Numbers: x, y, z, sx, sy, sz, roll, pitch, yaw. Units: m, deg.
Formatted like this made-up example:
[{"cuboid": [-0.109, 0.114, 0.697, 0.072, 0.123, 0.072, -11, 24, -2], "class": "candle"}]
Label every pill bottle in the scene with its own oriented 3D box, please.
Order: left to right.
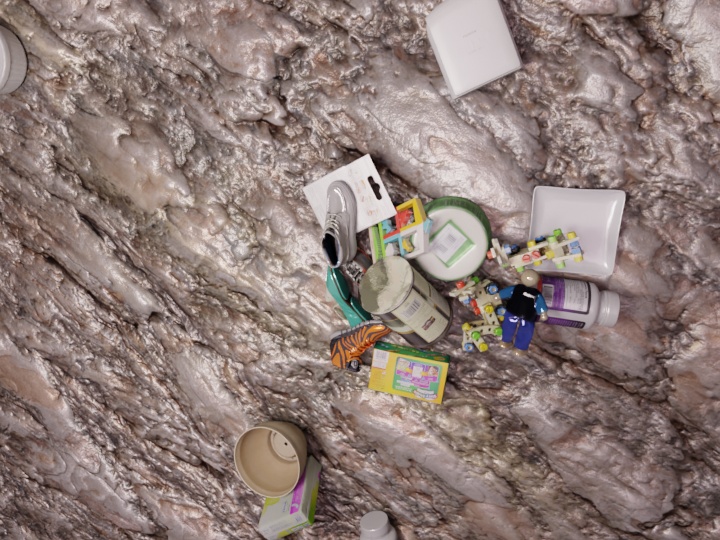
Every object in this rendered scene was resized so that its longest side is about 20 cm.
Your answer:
[{"cuboid": [0.059, 0.802, 1.490, 0.112, 0.112, 0.200, -10, 101, 14], "class": "pill bottle"}, {"cuboid": [0.488, 0.076, 1.215, 0.200, 0.111, 0.112, 8, 106, 9], "class": "pill bottle"}]

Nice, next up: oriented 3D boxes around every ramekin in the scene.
[{"cuboid": [-0.976, -0.556, 1.357, 0.202, 0.094, 0.203, 3, 105, 11], "class": "ramekin"}, {"cuboid": [0.213, -0.072, 1.239, 0.200, 0.098, 0.200, 3, 105, 11], "class": "ramekin"}]

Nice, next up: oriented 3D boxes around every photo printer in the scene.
[{"cuboid": [0.243, -0.504, 1.137, 0.166, 0.069, 0.200, -21, 99, 16], "class": "photo printer"}]

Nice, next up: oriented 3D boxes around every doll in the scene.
[{"cuboid": [0.360, 0.089, 1.173, 0.136, 0.048, 0.200, 29, 123, 39], "class": "doll"}]

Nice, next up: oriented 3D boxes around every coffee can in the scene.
[{"cuboid": [0.109, 0.077, 1.226, 0.146, 0.146, 0.200, -34, 134, 17], "class": "coffee can"}]

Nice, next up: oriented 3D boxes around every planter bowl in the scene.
[{"cuboid": [-0.232, 0.507, 1.452, 0.200, 0.135, 0.201, 3, 98, 19], "class": "planter bowl"}]

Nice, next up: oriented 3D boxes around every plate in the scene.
[{"cuboid": [0.495, -0.093, 1.212, 0.200, 0.032, 0.200, 5, 104, 11], "class": "plate"}]

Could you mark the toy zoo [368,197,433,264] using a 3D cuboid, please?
[{"cuboid": [0.096, -0.086, 1.222, 0.200, 0.020, 0.131, -22, 70, 47], "class": "toy zoo"}]

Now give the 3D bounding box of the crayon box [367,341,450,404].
[{"cuboid": [0.127, 0.268, 1.365, 0.200, 0.058, 0.119, 10, 106, 9], "class": "crayon box"}]

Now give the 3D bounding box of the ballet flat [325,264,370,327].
[{"cuboid": [-0.050, 0.075, 1.329, 0.070, 0.067, 0.200, -24, 116, 19], "class": "ballet flat"}]

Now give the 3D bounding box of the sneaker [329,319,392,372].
[{"cuboid": [0.004, 0.200, 1.327, 0.200, 0.078, 0.112, -25, 54, 36], "class": "sneaker"}]

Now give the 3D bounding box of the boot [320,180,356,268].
[{"cuboid": [-0.055, -0.107, 1.228, 0.073, 0.096, 0.200, -3, 107, 23], "class": "boot"}]

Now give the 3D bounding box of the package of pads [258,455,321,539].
[{"cuboid": [-0.196, 0.634, 1.451, 0.154, 0.200, 0.068, -30, 112, 17], "class": "package of pads"}]

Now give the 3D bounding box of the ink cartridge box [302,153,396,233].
[{"cuboid": [-0.023, -0.174, 1.272, 0.200, 0.050, 0.161, -23, 98, 25], "class": "ink cartridge box"}]

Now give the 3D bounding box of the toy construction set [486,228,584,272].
[{"cuboid": [0.386, -0.038, 1.163, 0.200, 0.131, 0.092, -5, 103, 14], "class": "toy construction set"}]

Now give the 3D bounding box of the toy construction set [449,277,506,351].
[{"cuboid": [0.283, 0.095, 1.259, 0.131, 0.092, 0.200, -25, 118, -2], "class": "toy construction set"}]

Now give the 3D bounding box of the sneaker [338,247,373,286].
[{"cuboid": [0.000, 0.000, 1.309, 0.200, 0.082, 0.077, 30, 108, 3], "class": "sneaker"}]
